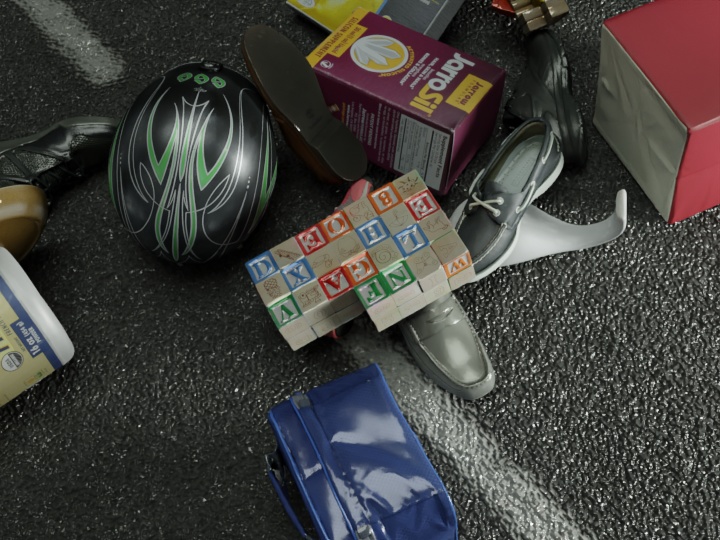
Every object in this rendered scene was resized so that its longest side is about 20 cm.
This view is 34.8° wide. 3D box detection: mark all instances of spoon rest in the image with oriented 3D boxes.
[{"bbox_3d":[0.192,-0.048,1.255,0.200,0.061,0.099,-3,55,20],"label":"spoon rest"}]

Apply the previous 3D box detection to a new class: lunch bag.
[{"bbox_3d":[-0.011,0.192,1.066,0.132,0.136,0.200,-24,58,-10],"label":"lunch bag"}]

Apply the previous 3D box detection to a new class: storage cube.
[{"bbox_3d":[0.377,-0.189,1.248,0.180,0.171,0.200,-22,58,-8],"label":"storage cube"}]

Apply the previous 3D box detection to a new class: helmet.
[{"bbox_3d":[-0.182,-0.110,1.252,0.200,0.200,0.191,2,47,7],"label":"helmet"}]

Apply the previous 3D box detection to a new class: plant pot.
[{"bbox_3d":[-0.413,-0.017,1.218,0.200,0.200,0.027,-34,80,-15],"label":"plant pot"}]

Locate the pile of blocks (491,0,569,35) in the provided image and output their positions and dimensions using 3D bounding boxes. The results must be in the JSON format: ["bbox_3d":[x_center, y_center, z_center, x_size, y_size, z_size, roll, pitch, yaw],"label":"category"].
[{"bbox_3d":[0.178,-0.347,1.394,0.062,0.082,0.200,-24,36,-7],"label":"pile of blocks"}]

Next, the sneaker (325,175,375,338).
[{"bbox_3d":[-0.035,-0.025,1.247,0.087,0.074,0.200,9,59,14],"label":"sneaker"}]

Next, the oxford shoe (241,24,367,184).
[{"bbox_3d":[-0.076,-0.176,1.268,0.071,0.071,0.200,-39,103,-32],"label":"oxford shoe"}]

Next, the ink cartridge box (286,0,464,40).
[{"bbox_3d":[0.037,-0.365,1.427,0.198,0.047,0.200,37,98,27],"label":"ink cartridge box"}]

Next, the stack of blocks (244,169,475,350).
[{"bbox_3d":[0.000,0.000,1.158,0.200,0.059,0.115,-29,61,-2],"label":"stack of blocks"}]

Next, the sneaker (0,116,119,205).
[{"bbox_3d":[-0.362,-0.108,1.338,0.199,0.076,0.114,-16,59,0],"label":"sneaker"}]

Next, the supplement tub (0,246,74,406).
[{"bbox_3d":[-0.413,0.084,1.175,0.200,0.144,0.144,-35,60,-16],"label":"supplement tub"}]

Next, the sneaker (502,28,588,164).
[{"bbox_3d":[0.206,-0.203,1.339,0.091,0.076,0.200,-12,52,10],"label":"sneaker"}]

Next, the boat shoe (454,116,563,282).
[{"bbox_3d":[0.145,-0.078,1.217,0.076,0.060,0.200,18,64,31],"label":"boat shoe"}]

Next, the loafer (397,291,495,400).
[{"bbox_3d":[0.071,0.047,1.190,0.070,0.070,0.200,-30,59,-13],"label":"loafer"}]

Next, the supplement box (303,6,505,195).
[{"bbox_3d":[0.044,-0.195,1.312,0.200,0.103,0.131,26,52,16],"label":"supplement box"}]
